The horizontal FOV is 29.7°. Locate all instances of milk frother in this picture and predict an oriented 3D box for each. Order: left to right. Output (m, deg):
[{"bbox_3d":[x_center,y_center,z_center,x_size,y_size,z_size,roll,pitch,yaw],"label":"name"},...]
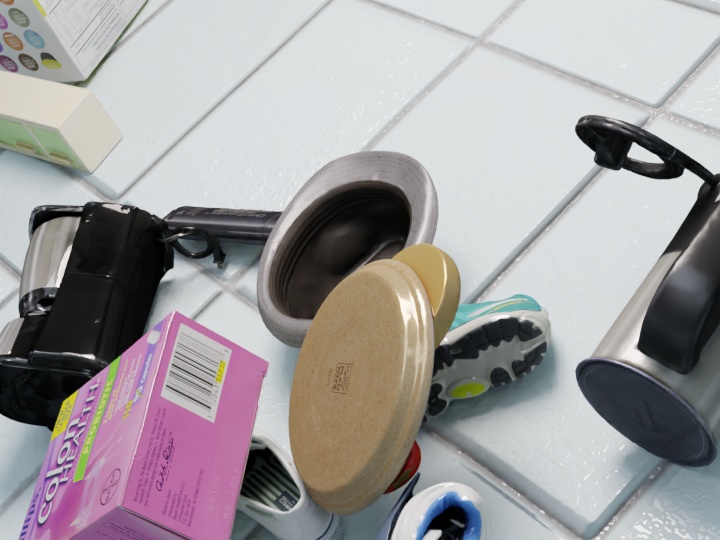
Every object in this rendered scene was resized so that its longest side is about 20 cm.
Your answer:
[{"bbox_3d":[0.215,0.002,0.999,0.199,0.181,0.189,22,63,39],"label":"milk frother"}]

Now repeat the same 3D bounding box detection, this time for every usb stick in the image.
[{"bbox_3d":[-0.113,-0.043,1.347,0.198,0.033,0.055,5,21,34],"label":"usb stick"}]

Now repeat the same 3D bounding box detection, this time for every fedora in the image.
[{"bbox_3d":[0.000,0.000,1.202,0.175,0.091,0.202,-2,53,31],"label":"fedora"}]

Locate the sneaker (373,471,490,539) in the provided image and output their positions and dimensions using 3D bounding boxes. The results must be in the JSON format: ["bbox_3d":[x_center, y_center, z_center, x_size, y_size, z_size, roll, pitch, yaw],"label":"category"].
[{"bbox_3d":[0.015,0.228,0.927,0.080,0.147,0.200,39,67,9],"label":"sneaker"}]

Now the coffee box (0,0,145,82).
[{"bbox_3d":[-0.417,-0.377,1.734,0.198,0.199,0.201,3,50,35],"label":"coffee box"}]

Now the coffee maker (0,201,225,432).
[{"bbox_3d":[-0.246,0.040,1.282,0.190,0.135,0.202,-13,45,19],"label":"coffee maker"}]

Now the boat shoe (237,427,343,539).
[{"bbox_3d":[-0.090,0.161,1.121,0.199,0.067,0.074,22,64,43],"label":"boat shoe"}]

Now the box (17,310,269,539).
[{"bbox_3d":[-0.179,0.162,1.089,0.200,0.096,0.177,-36,33,43],"label":"box"}]

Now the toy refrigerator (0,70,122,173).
[{"bbox_3d":[-0.382,-0.178,1.616,0.199,0.076,0.070,16,60,40],"label":"toy refrigerator"}]

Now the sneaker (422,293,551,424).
[{"bbox_3d":[0.064,0.072,1.125,0.198,0.078,0.080,-17,22,13],"label":"sneaker"}]

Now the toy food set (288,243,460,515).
[{"bbox_3d":[0.005,0.085,1.025,0.197,0.048,0.202,-30,51,53],"label":"toy food set"}]
